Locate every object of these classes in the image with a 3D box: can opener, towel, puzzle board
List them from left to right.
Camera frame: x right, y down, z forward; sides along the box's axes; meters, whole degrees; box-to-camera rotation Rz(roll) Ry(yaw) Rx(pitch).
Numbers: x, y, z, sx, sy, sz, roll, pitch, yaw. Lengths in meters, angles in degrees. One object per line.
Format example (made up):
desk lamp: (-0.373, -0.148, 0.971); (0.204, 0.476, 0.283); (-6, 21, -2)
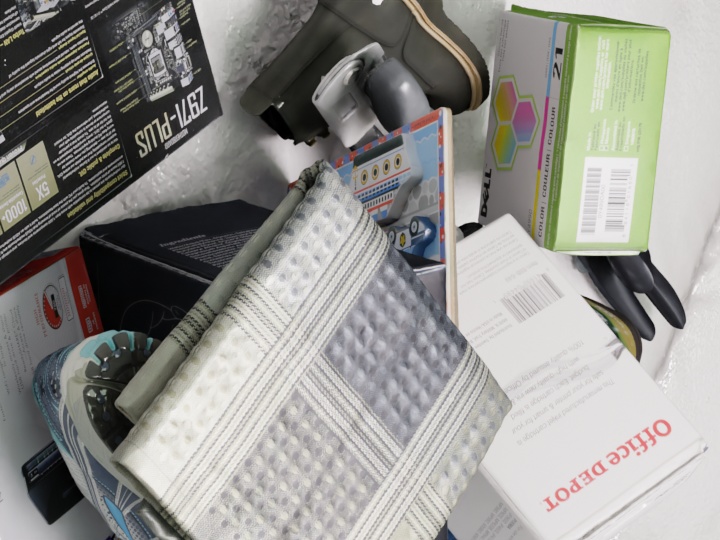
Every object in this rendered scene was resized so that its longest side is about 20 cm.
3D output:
towel: (-0.023, 0.080, 1.095); (0.193, 0.035, 0.200); (52, 59, -30)
puzzle board: (0.000, 0.000, 1.284); (0.017, 0.200, 0.151); (4, 77, -28)
can opener: (0.020, -0.080, 1.340); (0.053, 0.066, 0.200); (-42, 158, -2)
can opener: (0.205, 0.003, 1.690); (0.200, 0.063, 0.079); (54, 29, -56)

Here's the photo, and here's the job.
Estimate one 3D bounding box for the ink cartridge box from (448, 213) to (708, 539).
ink cartridge box: (0.095, 0.086, 1.353); (0.146, 0.200, 0.085); (-30, 161, -32)

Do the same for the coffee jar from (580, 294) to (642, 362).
coffee jar: (0.126, 0.061, 1.534); (0.200, 0.104, 0.085); (-1, 115, -66)

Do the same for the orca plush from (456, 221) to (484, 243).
orca plush: (0.028, -0.013, 1.439); (0.105, 0.071, 0.200); (-41, 164, 6)

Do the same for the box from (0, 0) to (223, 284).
box: (-0.180, -0.109, 1.120); (0.200, 0.086, 0.164); (-42, 130, -39)

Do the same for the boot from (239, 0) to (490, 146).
boot: (0.000, -0.119, 1.390); (0.138, 0.077, 0.200); (-51, 147, -5)

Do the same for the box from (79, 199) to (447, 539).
box: (-0.056, 0.080, 1.228); (0.124, 0.196, 0.200); (-14, 111, -38)

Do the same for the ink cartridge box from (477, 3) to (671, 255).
ink cartridge box: (0.116, -0.101, 1.457); (0.076, 0.200, 0.148); (0, 101, -27)

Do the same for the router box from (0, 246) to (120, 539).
router box: (-0.173, 0.107, 1.128); (0.179, 0.049, 0.200); (-45, 122, -69)

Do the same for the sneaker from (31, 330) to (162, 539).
sneaker: (-0.097, 0.113, 1.108); (0.078, 0.086, 0.200); (-41, 114, -32)

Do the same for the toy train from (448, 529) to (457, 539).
toy train: (0.081, 0.194, 1.391); (0.087, 0.114, 0.200); (100, -10, -54)
